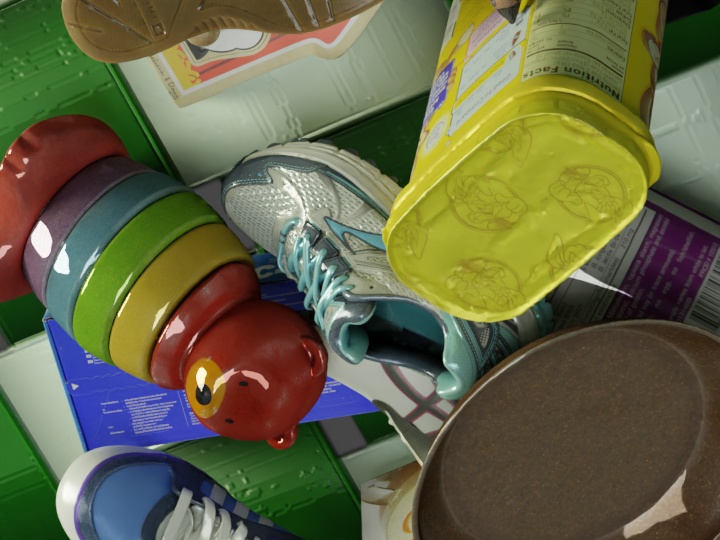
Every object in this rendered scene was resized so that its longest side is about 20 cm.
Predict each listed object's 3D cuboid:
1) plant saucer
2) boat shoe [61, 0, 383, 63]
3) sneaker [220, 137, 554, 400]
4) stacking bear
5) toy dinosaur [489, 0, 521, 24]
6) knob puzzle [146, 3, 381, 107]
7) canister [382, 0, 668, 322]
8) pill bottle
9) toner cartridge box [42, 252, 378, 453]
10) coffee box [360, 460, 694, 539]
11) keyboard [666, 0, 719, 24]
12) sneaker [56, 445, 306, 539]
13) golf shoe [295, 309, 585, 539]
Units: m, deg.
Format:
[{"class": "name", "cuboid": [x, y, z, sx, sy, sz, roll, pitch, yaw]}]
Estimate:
[{"class": "plant saucer", "cuboid": [0.116, 0.098, 1.444, 0.200, 0.037, 0.201, -12, 128, -15]}, {"class": "boat shoe", "cuboid": [-0.059, -0.160, 1.439, 0.199, 0.065, 0.071, -8, 111, 25]}, {"class": "sneaker", "cuboid": [0.000, 0.000, 1.459, 0.200, 0.086, 0.078, 28, 139, 23]}, {"class": "stacking bear", "cuboid": [-0.103, 0.017, 1.507, 0.200, 0.114, 0.122, 38, 120, 21]}, {"class": "toy dinosaur", "cuboid": [0.029, -0.223, 1.384, 0.200, 0.136, 0.086, 40, 103, -1]}, {"class": "knob puzzle", "cuboid": [-0.058, -0.195, 1.484, 0.219, 0.030, 0.220, 3, 117, 5]}, {"class": "canister", "cuboid": [0.092, -0.091, 1.411, 0.086, 0.200, 0.149, 33, 131, -17]}, {"class": "pill bottle", "cuboid": [0.127, 0.000, 1.514, 0.200, 0.112, 0.112, 28, 117, 2]}, {"class": "toner cartridge box", "cuboid": [-0.074, 0.044, 1.603, 0.199, 0.043, 0.095, -9, 115, 10]}, {"class": "coffee box", "cuboid": [0.105, 0.147, 1.590, 0.200, 0.115, 0.080, -23, 127, 18]}, {"class": "keyboard", "cuboid": [0.142, -0.224, 1.454, 0.104, 0.040, 0.200, -12, 119, 38]}, {"class": "sneaker", "cuboid": [-0.064, 0.170, 1.588, 0.200, 0.146, 0.081, 37, 76, -37]}, {"class": "golf shoe", "cuboid": [0.044, 0.079, 1.516, 0.200, 0.077, 0.088, 21, 84, 9]}]
